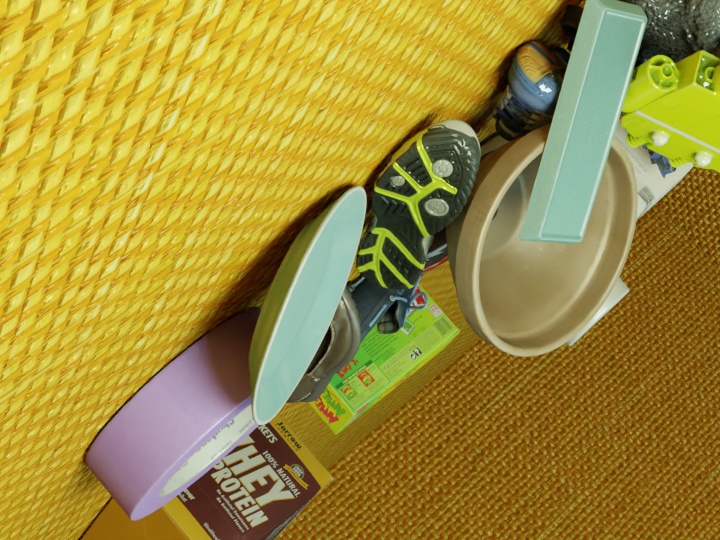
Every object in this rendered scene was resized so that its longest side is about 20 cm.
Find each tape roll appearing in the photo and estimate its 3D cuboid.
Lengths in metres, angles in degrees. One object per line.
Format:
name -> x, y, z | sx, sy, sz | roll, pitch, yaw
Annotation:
tape roll -> -0.140, 0.123, 1.311 | 0.200, 0.066, 0.200 | -42, 171, -8

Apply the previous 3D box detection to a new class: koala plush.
koala plush -> 0.340, -0.197, 1.352 | 0.182, 0.202, 0.177 | -27, 156, 7

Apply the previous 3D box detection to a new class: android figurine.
android figurine -> 0.294, -0.126, 1.270 | 0.200, 0.180, 0.042 | -23, -133, 66

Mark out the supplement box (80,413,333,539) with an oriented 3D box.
supplement box -> -0.172, 0.265, 1.633 | 0.199, 0.133, 0.198 | -33, 167, -48

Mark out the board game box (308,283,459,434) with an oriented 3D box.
board game box -> 0.011, 0.084, 1.674 | 0.199, 0.102, 0.048 | -34, 169, -43

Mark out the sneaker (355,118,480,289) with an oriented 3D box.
sneaker -> 0.044, -0.067, 1.258 | 0.200, 0.075, 0.077 | 122, -13, -53

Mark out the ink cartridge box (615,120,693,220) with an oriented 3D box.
ink cartridge box -> 0.246, -0.103, 1.673 | 0.199, 0.147, 0.083 | -37, 172, -31

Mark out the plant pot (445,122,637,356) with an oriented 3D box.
plant pot -> 0.138, -0.036, 1.303 | 0.199, 0.092, 0.203 | -20, 122, -35

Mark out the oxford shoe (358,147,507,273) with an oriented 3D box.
oxford shoe -> 0.083, -0.060, 1.372 | 0.199, 0.072, 0.073 | -35, 172, -15

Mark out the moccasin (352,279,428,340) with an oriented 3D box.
moccasin -> 0.017, 0.041, 1.608 | 0.199, 0.068, 0.081 | -38, 171, -27

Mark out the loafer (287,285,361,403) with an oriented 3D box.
loafer -> -0.054, 0.072, 1.408 | 0.070, 0.074, 0.201 | -14, 151, -26

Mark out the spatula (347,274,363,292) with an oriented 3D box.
spatula -> 0.000, 0.000, 1.449 | 0.200, 0.021, 0.057 | -41, -163, 14

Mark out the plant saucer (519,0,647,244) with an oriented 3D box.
plant saucer -> 0.181, -0.116, 1.226 | 0.069, 0.019, 0.203 | 2, 107, -43

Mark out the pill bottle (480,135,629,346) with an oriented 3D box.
pill bottle -> 0.170, -0.028, 1.513 | 0.111, 0.200, 0.111 | -41, 172, -7

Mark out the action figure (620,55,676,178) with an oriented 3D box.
action figure -> 0.307, -0.195, 1.556 | 0.191, 0.106, 0.201 | -19, 141, 7

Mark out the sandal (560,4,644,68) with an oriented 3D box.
sandal -> 0.217, -0.203, 1.319 | 0.048, 0.075, 0.200 | -64, 169, 3

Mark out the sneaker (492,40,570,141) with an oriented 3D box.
sneaker -> 0.152, -0.140, 1.307 | 0.088, 0.075, 0.200 | -44, 171, 15

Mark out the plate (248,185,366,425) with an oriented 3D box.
plate -> -0.047, 0.024, 1.195 | 0.201, 0.025, 0.202 | 90, 26, -67
